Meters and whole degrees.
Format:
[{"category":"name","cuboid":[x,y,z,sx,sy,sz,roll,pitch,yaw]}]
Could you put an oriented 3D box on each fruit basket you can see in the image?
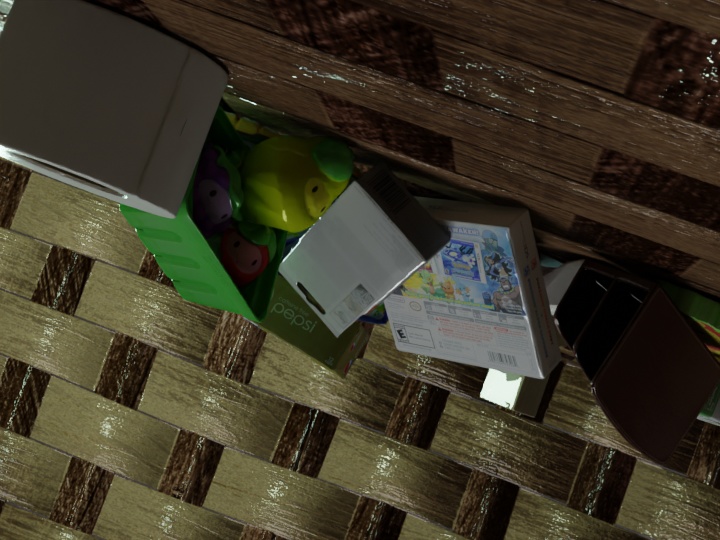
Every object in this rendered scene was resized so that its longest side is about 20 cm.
[{"category":"fruit basket","cuboid":[-0.107,-0.062,1.429,0.215,0.156,0.216,9,146,6]}]

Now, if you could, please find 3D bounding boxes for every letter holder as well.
[{"category":"letter holder","cuboid":[0.289,0.106,1.570,0.100,0.142,0.200,22,165,45]}]

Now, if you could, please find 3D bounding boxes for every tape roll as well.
[{"category":"tape roll","cuboid":[-0.233,-0.146,1.277,0.202,0.139,0.203,20,175,2]}]

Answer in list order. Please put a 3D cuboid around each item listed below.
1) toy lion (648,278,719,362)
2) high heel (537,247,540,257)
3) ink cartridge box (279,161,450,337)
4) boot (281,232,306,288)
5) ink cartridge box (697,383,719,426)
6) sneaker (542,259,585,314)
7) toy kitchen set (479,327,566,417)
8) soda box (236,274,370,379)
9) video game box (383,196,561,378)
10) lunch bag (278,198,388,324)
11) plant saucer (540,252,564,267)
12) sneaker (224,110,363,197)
[{"category":"toy lion","cuboid":[0.399,0.066,1.601,0.192,0.069,0.200,32,170,-34]},{"category":"high heel","cuboid":[0.102,-0.018,1.626,0.199,0.068,0.096,10,-171,8]},{"category":"ink cartridge box","cuboid":[-0.001,-0.018,1.512,0.109,0.050,0.200,49,142,2]},{"category":"boot","cuboid":[0.000,0.000,1.673,0.200,0.073,0.090,26,145,-35]},{"category":"ink cartridge box","cuboid":[0.541,0.192,2.334,0.145,0.084,0.200,17,175,40]},{"category":"sneaker","cuboid":[0.218,0.026,1.683,0.200,0.075,0.088,1,172,41]},{"category":"toy kitchen set","cuboid":[0.264,0.111,1.952,0.200,0.181,0.163,20,178,-30]},{"category":"soda box","cuboid":[-0.090,0.046,1.676,0.200,0.064,0.068,30,174,15]},{"category":"video game box","cuboid":[0.102,0.013,1.509,0.200,0.047,0.183,9,129,40]},{"category":"lunch bag","cuboid":[-0.059,-0.035,1.775,0.200,0.128,0.170,14,-162,-31]},{"category":"plant saucer","cuboid":[0.172,-0.010,1.790,0.201,0.039,0.201,21,176,2]},{"category":"sneaker","cuboid":[-0.085,-0.106,1.530,0.200,0.077,0.078,18,174,1]}]
